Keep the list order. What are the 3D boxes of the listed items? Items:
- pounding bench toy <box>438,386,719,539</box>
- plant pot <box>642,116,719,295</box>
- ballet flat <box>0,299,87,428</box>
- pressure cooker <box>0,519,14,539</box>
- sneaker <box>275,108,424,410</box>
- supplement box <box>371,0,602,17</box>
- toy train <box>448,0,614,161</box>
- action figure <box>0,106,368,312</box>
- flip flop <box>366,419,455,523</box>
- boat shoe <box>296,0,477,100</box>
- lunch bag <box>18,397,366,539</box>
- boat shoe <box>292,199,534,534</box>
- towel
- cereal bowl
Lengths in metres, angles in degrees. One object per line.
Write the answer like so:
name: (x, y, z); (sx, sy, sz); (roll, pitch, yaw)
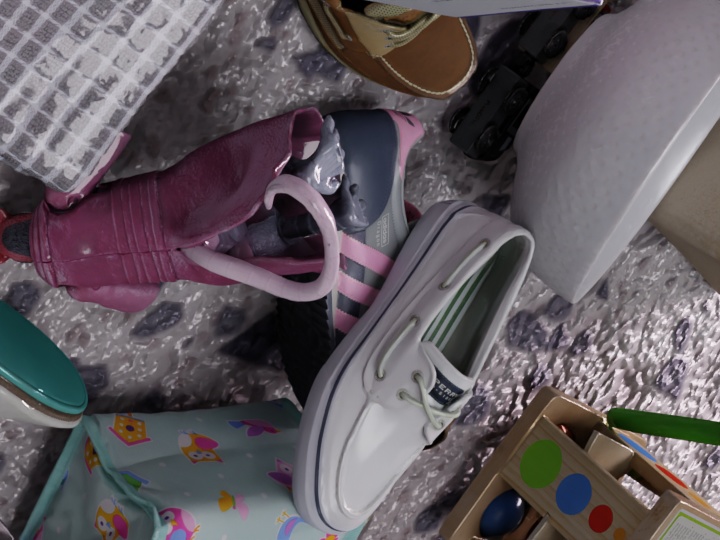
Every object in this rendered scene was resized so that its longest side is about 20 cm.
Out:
pounding bench toy: (0.176, 0.144, 1.294); (0.124, 0.156, 0.201); (28, 101, -46)
plant pot: (0.331, -0.037, 1.249); (0.200, 0.177, 0.200); (-50, 149, 4)
ballet flat: (-0.219, 0.030, 0.967); (0.070, 0.069, 0.200); (-48, 133, 0)
pressure cooker: (-0.279, 0.164, 0.919); (0.178, 0.199, 0.178); (-23, 115, -54)
sneaker: (0.000, 0.000, 1.109); (0.081, 0.070, 0.201); (-17, 131, -27)
supplement box: (0.051, -0.226, 0.905); (0.103, 0.101, 0.202); (4, 89, -39)
toy train: (0.122, -0.146, 1.127); (0.201, 0.034, 0.046); (-54, 148, 7)
action figure: (-0.098, -0.014, 0.962); (0.198, 0.149, 0.135); (-9, 123, 6)
flip flop: (0.026, 0.092, 1.206); (0.081, 0.058, 0.201); (12, 112, -43)
boat shoe: (0.006, -0.146, 1.003); (0.076, 0.074, 0.200); (-48, 137, 0)
lunch bag: (-0.109, 0.184, 1.118); (0.169, 0.122, 0.201); (0, 123, -45)
boat shoe: (0.029, 0.053, 1.064); (0.073, 0.067, 0.201); (31, 79, -41)
towel: (-0.141, -0.148, 0.875); (0.200, 0.086, 0.165); (-51, 137, 4)
cereal bowl: (0.148, -0.085, 1.118); (0.200, 0.083, 0.200); (-51, 170, -13)
